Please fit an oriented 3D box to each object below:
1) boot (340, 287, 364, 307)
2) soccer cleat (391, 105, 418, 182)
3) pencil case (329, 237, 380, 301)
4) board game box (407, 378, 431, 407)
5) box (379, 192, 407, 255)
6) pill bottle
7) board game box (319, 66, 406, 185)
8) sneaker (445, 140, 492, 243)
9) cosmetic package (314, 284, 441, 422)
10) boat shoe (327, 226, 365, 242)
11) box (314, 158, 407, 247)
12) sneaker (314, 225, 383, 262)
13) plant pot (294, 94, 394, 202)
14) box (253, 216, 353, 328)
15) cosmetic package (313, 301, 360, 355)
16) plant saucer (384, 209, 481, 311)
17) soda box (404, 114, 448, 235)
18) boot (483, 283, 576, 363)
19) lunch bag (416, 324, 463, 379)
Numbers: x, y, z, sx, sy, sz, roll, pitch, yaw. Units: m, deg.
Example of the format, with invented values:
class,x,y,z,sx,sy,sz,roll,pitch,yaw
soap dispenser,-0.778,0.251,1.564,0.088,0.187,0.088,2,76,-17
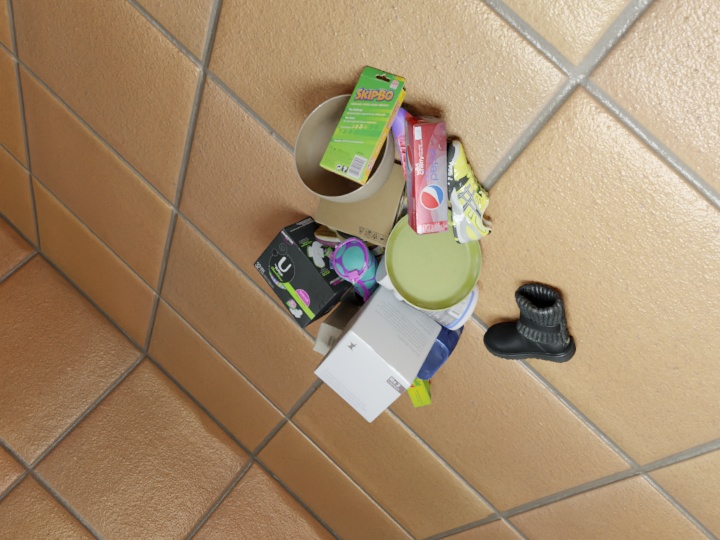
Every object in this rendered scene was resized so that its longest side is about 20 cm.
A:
class,x,y,z,sx,sy,sz,roll,pitch,yaw
boot,-0.081,0.021,1.969,0.198,0.073,0.182,12,150,51
soccer cleat,0.101,-0.210,1.467,0.067,0.073,0.202,2,130,48
pencil case,0.000,0.000,1.664,0.083,0.095,0.200,-2,166,14
board game box,0.125,0.227,1.933,0.047,0.103,0.203,-14,124,14
box,0.082,-0.096,1.657,0.116,0.048,0.203,19,139,35
pill bottle,0.137,0.029,1.619,0.197,0.116,0.113,30,152,-15
board game box,0.008,-0.266,1.428,0.094,0.204,0.030,24,-179,28
sneaker,0.197,-0.149,1.450,0.075,0.076,0.203,-8,123,10
cosmetic package,0.038,0.166,1.640,0.164,0.200,0.165,40,131,-1
boat shoe,-0.032,-0.112,1.713,0.199,0.072,0.066,30,145,57
box,0.004,-0.152,1.600,0.197,0.167,0.021,21,-172,35
sneaker,-0.026,-0.058,1.805,0.198,0.075,0.091,12,137,45
plant pot,-0.012,-0.215,1.515,0.198,0.204,0.134,25,177,28
box,-0.128,0.004,1.878,0.201,0.124,0.149,50,125,9
cosmetic package,-0.032,0.146,1.855,0.102,0.200,0.075,23,105,8
plant saucer,0.141,-0.022,1.545,0.200,0.200,0.031,45,170,-3
soda box,0.119,-0.172,1.417,0.070,0.062,0.205,-121,26,-67
boot,0.323,0.101,1.568,0.207,0.080,0.159,0,136,36
lunch bag,0.126,0.126,1.784,0.199,0.133,0.136,40,131,1
